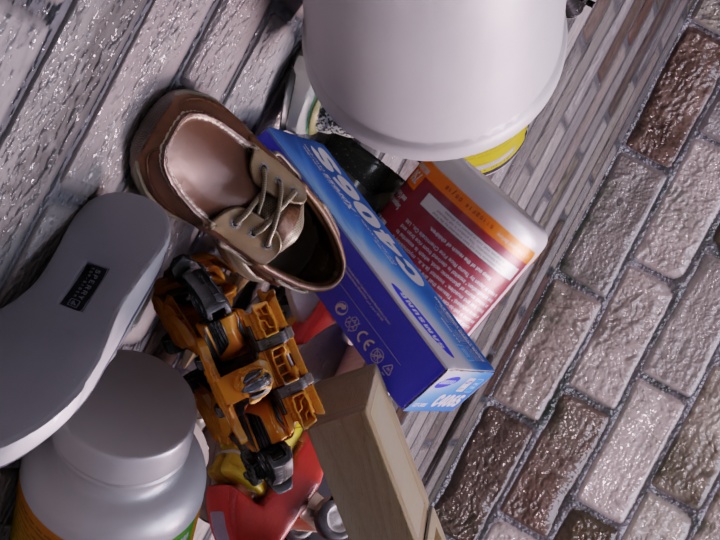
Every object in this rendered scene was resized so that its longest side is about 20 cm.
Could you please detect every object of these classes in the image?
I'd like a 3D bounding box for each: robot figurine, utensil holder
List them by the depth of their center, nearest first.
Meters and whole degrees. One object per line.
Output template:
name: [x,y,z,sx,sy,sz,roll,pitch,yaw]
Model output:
robot figurine: [-0.073,0.050,1.187,0.058,0.146,0.200,-25,-169,-12]
utensil holder: [0.042,-0.184,1.209,0.171,0.169,0.200,-58,166,-18]

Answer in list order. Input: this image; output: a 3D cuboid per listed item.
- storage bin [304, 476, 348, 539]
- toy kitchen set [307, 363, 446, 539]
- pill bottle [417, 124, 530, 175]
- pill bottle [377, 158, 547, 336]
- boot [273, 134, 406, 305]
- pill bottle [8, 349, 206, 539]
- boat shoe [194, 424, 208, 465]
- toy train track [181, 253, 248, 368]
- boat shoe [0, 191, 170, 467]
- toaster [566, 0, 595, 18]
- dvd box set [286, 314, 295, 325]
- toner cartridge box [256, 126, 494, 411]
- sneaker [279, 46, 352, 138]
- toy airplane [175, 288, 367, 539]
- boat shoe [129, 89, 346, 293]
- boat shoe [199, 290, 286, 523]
storage bin: [-0.010,0.261,2.184,0.200,0.144,0.136,-4,94,-77]
toy kitchen set: [-0.050,0.168,1.299,0.163,0.198,0.182,-74,144,-72]
pill bottle: [0.079,-0.151,1.592,0.113,0.111,0.200,-60,169,-11]
pill bottle: [0.037,0.015,1.526,0.200,0.113,0.113,-50,170,6]
boot: [-0.025,-0.033,1.571,0.131,0.068,0.200,-53,167,3]
pill bottle: [-0.153,0.144,1.233,0.111,0.110,0.201,-51,165,-44]
boat shoe: [-0.156,0.166,1.366,0.201,0.074,0.093,104,10,-54]
toy train track: [-0.086,-0.006,1.378,0.115,0.032,0.200,-57,177,27]
boat shoe: [-0.162,0.043,1.075,0.070,0.070,0.201,103,11,-45]
toaster: [0.150,-0.298,1.543,0.182,0.118,0.200,-63,170,4]
dvd box set: [0.004,0.013,1.660,0.200,0.029,0.146,-41,174,5]
toner cartridge box: [0.000,0.000,1.324,0.043,0.201,0.095,-41,163,15]
sneaker: [0.017,-0.131,1.410,0.200,0.088,0.077,-49,163,-52]
toy airplane: [-0.062,0.080,1.412,0.201,0.140,0.200,-57,-151,28]
boat shoe: [-0.063,-0.043,1.195,0.076,0.071,0.200,-62,149,-7]
boat shoe: [-0.092,0.110,1.572,0.201,0.059,0.072,-67,168,25]
